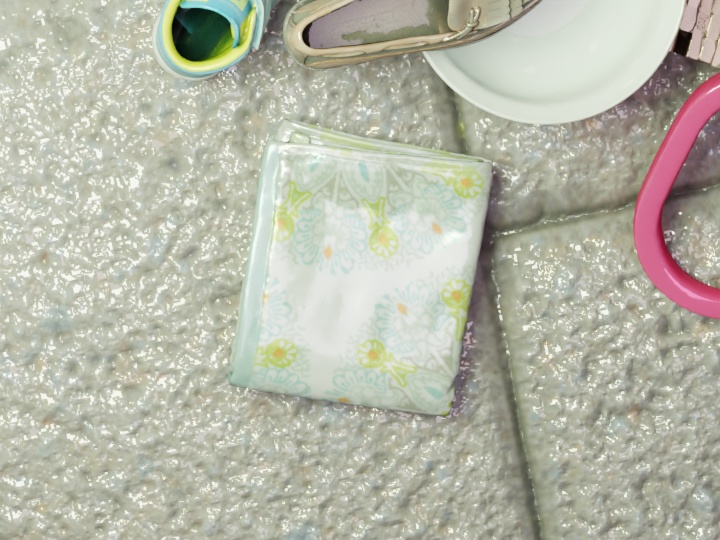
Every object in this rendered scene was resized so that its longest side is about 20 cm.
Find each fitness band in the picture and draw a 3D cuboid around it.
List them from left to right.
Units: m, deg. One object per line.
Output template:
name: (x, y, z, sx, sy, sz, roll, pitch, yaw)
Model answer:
fitness band: (0.280, -0.056, 1.592, 0.143, 0.037, 0.201, 24, 118, 1)

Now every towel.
towel: (0.000, 0.000, 1.605, 0.170, 0.048, 0.201, 9, 99, -6)

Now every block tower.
block tower: (0.294, -0.165, 1.600, 0.199, 0.054, 0.058, 15, 99, -7)

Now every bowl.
bowl: (0.126, -0.208, 1.556, 0.200, 0.090, 0.202, 0, 99, -3)

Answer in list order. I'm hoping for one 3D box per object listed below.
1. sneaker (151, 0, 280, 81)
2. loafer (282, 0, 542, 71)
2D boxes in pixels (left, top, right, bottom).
sneaker: (-0.071, -0.212, 1.518, 0.079, 0.131, 0.200, 33, 95, -9)
loafer: (0.045, -0.179, 1.479, 0.199, 0.063, 0.072, -18, 98, 0)
